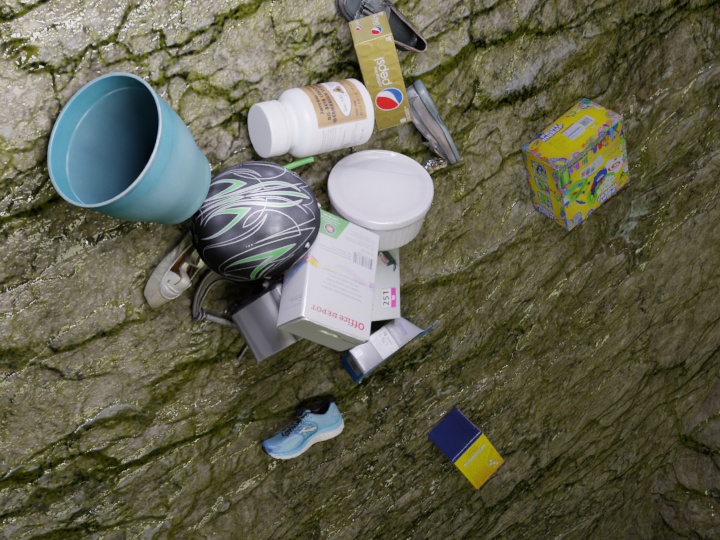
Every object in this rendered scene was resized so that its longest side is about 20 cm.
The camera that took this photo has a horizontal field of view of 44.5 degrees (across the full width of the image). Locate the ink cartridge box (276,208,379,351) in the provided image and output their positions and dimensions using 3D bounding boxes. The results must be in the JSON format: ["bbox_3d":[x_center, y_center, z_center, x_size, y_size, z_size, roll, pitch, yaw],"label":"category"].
[{"bbox_3d":[-0.053,0.018,1.504,0.144,0.087,0.203,22,60,-32],"label":"ink cartridge box"}]

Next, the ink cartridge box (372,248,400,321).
[{"bbox_3d":[0.000,0.000,1.737,0.172,0.043,0.204,-4,95,-38],"label":"ink cartridge box"}]

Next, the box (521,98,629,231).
[{"bbox_3d":[0.486,-0.236,1.972,0.199,0.122,0.194,-37,136,-13],"label":"box"}]

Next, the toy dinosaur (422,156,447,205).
[{"bbox_3d":[0.106,-0.147,1.771,0.200,0.047,0.089,-42,119,-16],"label":"toy dinosaur"}]

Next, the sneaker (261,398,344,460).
[{"bbox_3d":[-0.132,0.339,1.920,0.198,0.078,0.091,-24,113,-29],"label":"sneaker"}]

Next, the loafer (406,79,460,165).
[{"bbox_3d":[0.130,-0.276,1.693,0.062,0.072,0.201,-27,131,9],"label":"loafer"}]

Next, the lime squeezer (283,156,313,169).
[{"bbox_3d":[-0.163,-0.140,1.537,0.070,0.038,0.200,35,122,-10],"label":"lime squeezer"}]

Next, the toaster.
[{"bbox_3d":[-0.126,0.066,1.601,0.199,0.120,0.180,-28,178,-43],"label":"toaster"}]

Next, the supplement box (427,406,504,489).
[{"bbox_3d":[0.278,0.466,2.305,0.109,0.109,0.200,-43,137,-5],"label":"supplement box"}]

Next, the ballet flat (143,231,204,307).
[{"bbox_3d":[-0.304,-0.009,1.522,0.201,0.062,0.067,-54,137,5],"label":"ballet flat"}]

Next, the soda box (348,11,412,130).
[{"bbox_3d":[0.036,-0.341,1.519,0.067,0.065,0.201,-16,141,4],"label":"soda box"}]

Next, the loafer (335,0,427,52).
[{"bbox_3d":[0.044,-0.431,1.512,0.198,0.063,0.073,18,106,-45],"label":"loafer"}]

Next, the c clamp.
[{"bbox_3d":[-0.244,0.078,1.659,0.199,0.027,0.172,30,98,-47],"label":"c clamp"}]

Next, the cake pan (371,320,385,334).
[{"bbox_3d":[-0.010,0.061,1.834,0.198,0.037,0.203,-21,130,-27],"label":"cake pan"}]

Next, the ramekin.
[{"bbox_3d":[0.034,-0.125,1.632,0.200,0.203,0.095,-24,144,-24],"label":"ramekin"}]

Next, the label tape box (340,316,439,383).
[{"bbox_3d":[0.060,0.152,1.887,0.199,0.064,0.144,-34,173,-15],"label":"label tape box"}]

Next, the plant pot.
[{"bbox_3d":[-0.327,-0.161,1.316,0.201,0.200,0.188,-51,153,3],"label":"plant pot"}]

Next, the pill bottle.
[{"bbox_3d":[-0.085,-0.254,1.493,0.198,0.114,0.116,-17,129,-30],"label":"pill bottle"}]

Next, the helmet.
[{"bbox_3d":[-0.170,-0.083,1.427,0.198,0.203,0.190,-9,164,-34],"label":"helmet"}]
